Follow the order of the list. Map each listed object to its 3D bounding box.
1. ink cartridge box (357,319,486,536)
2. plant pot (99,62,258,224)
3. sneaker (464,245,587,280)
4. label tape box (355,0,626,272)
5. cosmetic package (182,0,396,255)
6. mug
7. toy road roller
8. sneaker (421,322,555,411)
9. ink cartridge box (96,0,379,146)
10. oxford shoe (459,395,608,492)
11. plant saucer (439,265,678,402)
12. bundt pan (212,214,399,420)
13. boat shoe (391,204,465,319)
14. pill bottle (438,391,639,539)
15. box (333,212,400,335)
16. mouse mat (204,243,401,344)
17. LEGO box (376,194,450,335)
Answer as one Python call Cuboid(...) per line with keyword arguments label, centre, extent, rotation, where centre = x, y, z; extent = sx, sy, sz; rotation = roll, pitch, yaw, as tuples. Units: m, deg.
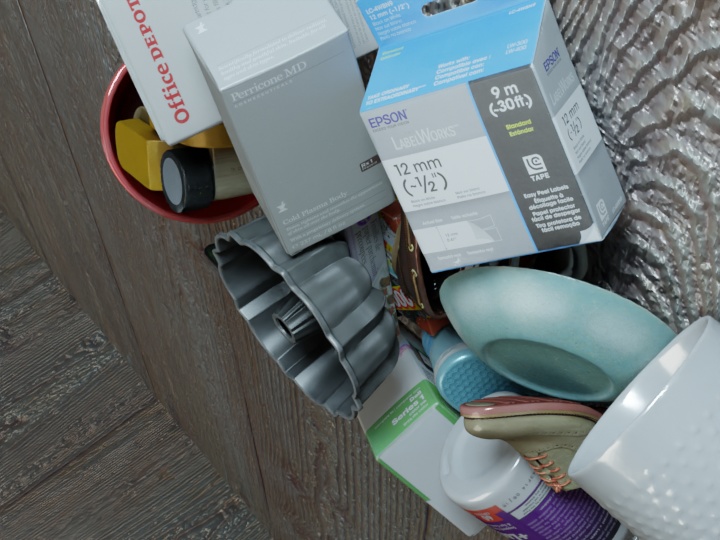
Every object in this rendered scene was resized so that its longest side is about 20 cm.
Cuboid(label="ink cartridge box", centre=(0.066, 0.148, 1.250), extent=(0.145, 0.084, 0.200), rotation=(42, -171, -26))
Cuboid(label="plant pot", centre=(-0.188, -0.154, 1.352), extent=(0.201, 0.200, 0.177), rotation=(59, 169, -14))
Cuboid(label="sneaker", centre=(0.132, 0.006, 1.010), extent=(0.079, 0.078, 0.200), rotation=(49, 160, 32))
Cuboid(label="label tape box", centre=(0.080, -0.106, 0.868), extent=(0.143, 0.066, 0.200), rotation=(-11, 116, 37))
Cuboid(label="cosmetic package", centre=(-0.049, -0.117, 0.956), extent=(0.090, 0.107, 0.200), rotation=(60, 175, 34))
Cuboid(label="mug", centre=(0.267, 0.126, 0.831), extent=(0.175, 0.148, 0.200), rotation=(41, 130, 5))
Cuboid(label="toy road roller", centre=(-0.143, -0.148, 1.156), extent=(0.200, 0.123, 0.146), rotation=(30, 127, 55))
Cuboid(label="sneaker", centre=(0.136, 0.107, 1.203), extent=(0.200, 0.079, 0.131), rotation=(45, -168, -30))
Cuboid(label="ink cartridge box", centre=(-0.098, -0.211, 0.979), extent=(0.083, 0.200, 0.147), rotation=(56, 169, 51))
Cuboid(label="oxford shoe", centre=(0.161, 0.143, 1.010), extent=(0.070, 0.200, 0.075), rotation=(-1, 79, 56))
Cuboid(label="plant saucer", centre=(0.151, 0.062, 0.973), extent=(0.201, 0.039, 0.201), rotation=(18, 157, 8))
Cuboid(label="bundt pan", centre=(-0.039, 0.030, 1.098), extent=(0.202, 0.076, 0.202), rotation=(45, 159, 22))
Cuboid(label="boat shoe", centre=(0.067, -0.053, 1.016), extent=(0.070, 0.070, 0.200), rotation=(-117, 21, -50))
Cuboid(label="pill bottle", centre=(0.175, 0.203, 1.124), extent=(0.200, 0.112, 0.111), rotation=(36, 170, -27))
Cuboid(label="box", centre=(0.000, 0.000, 1.132), extent=(0.041, 0.039, 0.200), rotation=(39, 156, 32))
Cuboid(label="mouse mat", centre=(-0.044, 0.008, 1.287), extent=(0.161, 0.200, 0.008), rotation=(43, 127, 28))
Cuboid(label="LEGO box", centre=(0.018, -0.052, 1.181), extent=(0.200, 0.077, 0.149), rotation=(34, 153, 45))
